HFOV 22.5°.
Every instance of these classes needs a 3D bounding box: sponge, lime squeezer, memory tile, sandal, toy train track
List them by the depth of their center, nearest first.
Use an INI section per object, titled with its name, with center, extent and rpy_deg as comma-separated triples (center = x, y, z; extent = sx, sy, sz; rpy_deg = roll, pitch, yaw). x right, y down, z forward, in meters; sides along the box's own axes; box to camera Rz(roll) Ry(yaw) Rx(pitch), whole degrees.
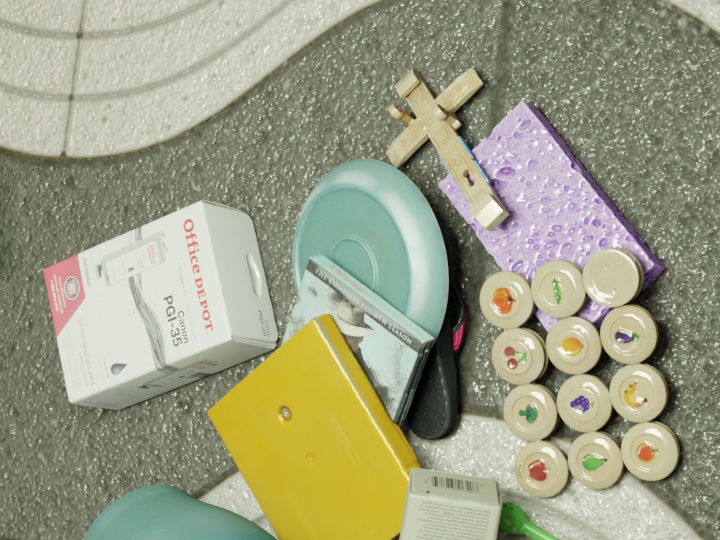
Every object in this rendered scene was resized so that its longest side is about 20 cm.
[memory tile]
center = 0.184, 0.088, 1.534
extent = 0.153, 0.017, 0.200
rpy_deg = -12, 89, 28
[lime squeezer]
center = 0.112, 0.239, 1.575
extent = 0.200, 0.038, 0.071
rpy_deg = -16, 105, 27
[sponge]
center = 0.164, -0.039, 1.584
extent = 0.112, 0.030, 0.200
rpy_deg = -44, 63, 18
[toy train track]
center = 0.074, -0.113, 1.619
extent = 0.115, 0.033, 0.200
rpy_deg = -45, 49, 19
[sandal]
center = 0.065, 0.050, 1.624
extent = 0.075, 0.045, 0.200
rpy_deg = 1, 97, 47

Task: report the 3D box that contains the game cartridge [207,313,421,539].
[game cartridge]
center = -0.035, 0.166, 1.626
extent = 0.176, 0.032, 0.200
rpy_deg = -41, 75, 38

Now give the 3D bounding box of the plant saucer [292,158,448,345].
[plant saucer]
center = 0.000, 0.000, 1.634
extent = 0.200, 0.027, 0.200
rpy_deg = 11, 105, 46

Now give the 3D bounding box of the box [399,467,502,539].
[box]
center = 0.065, 0.274, 1.528
extent = 0.082, 0.068, 0.200
rpy_deg = 10, 104, 0

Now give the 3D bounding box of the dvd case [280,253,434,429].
[dvd case]
center = -0.019, 0.105, 1.633
extent = 0.146, 0.022, 0.200
rpy_deg = 37, 122, 29

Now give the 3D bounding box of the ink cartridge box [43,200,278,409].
[ink cartridge box]
center = -0.194, 0.034, 1.752
extent = 0.200, 0.083, 0.147
rpy_deg = -22, 71, 26

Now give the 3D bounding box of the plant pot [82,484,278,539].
[plant pot]
center = -0.154, 0.295, 1.636
extent = 0.188, 0.200, 0.200
rpy_deg = 36, 101, 45
